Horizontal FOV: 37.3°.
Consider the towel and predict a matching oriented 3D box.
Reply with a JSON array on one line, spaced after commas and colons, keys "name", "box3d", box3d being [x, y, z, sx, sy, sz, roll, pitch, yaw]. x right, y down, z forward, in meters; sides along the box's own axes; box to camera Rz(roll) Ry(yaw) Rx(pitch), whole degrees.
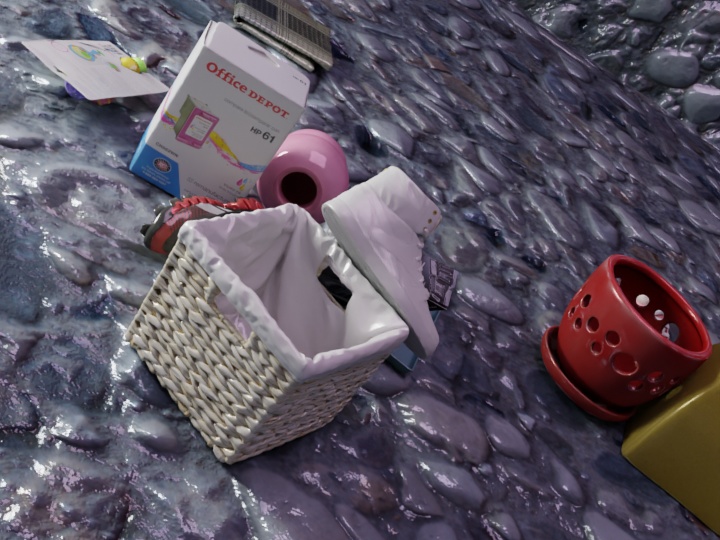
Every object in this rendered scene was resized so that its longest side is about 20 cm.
[{"name": "towel", "box3d": [-0.138, -0.436, 1.921, 0.199, 0.035, 0.193, 26, 27, -18]}]

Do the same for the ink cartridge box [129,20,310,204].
[{"name": "ink cartridge box", "box3d": [-0.172, -0.180, 1.311, 0.144, 0.200, 0.085, 29, 29, -16]}]

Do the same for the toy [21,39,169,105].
[{"name": "toy", "box3d": [-0.342, -0.247, 1.375, 0.115, 0.047, 0.200, 39, 24, 7]}]

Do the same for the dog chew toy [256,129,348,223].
[{"name": "dog chew toy", "box3d": [-0.073, -0.138, 1.463, 0.124, 0.125, 0.200, 34, 20, -8]}]

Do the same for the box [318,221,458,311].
[{"name": "box", "box3d": [0.000, 0.000, 1.277, 0.157, 0.200, 0.050, 26, 74, -22]}]

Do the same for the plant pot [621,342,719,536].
[{"name": "plant pot", "box3d": [0.525, 0.219, 1.550, 0.195, 0.200, 0.194, 38, 28, 2]}]

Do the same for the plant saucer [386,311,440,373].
[{"name": "plant saucer", "box3d": [0.060, 0.071, 1.413, 0.070, 0.019, 0.200, 38, 27, -2]}]

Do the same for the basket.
[{"name": "basket", "box3d": [-0.095, 0.060, 1.093, 0.198, 0.161, 0.200, 48, 30, 18]}]

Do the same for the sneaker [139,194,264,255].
[{"name": "sneaker", "box3d": [-0.165, -0.036, 1.247, 0.098, 0.071, 0.200, 49, 28, 23]}]

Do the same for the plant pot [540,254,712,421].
[{"name": "plant pot", "box3d": [0.380, 0.109, 1.558, 0.200, 0.183, 0.201, 29, 29, -17]}]

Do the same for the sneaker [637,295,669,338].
[{"name": "sneaker", "box3d": [0.490, 0.097, 1.793, 0.075, 0.105, 0.201, 18, 35, -37]}]

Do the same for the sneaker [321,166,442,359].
[{"name": "sneaker", "box3d": [0.056, -0.014, 1.153, 0.115, 0.074, 0.201, -33, 99, -20]}]
